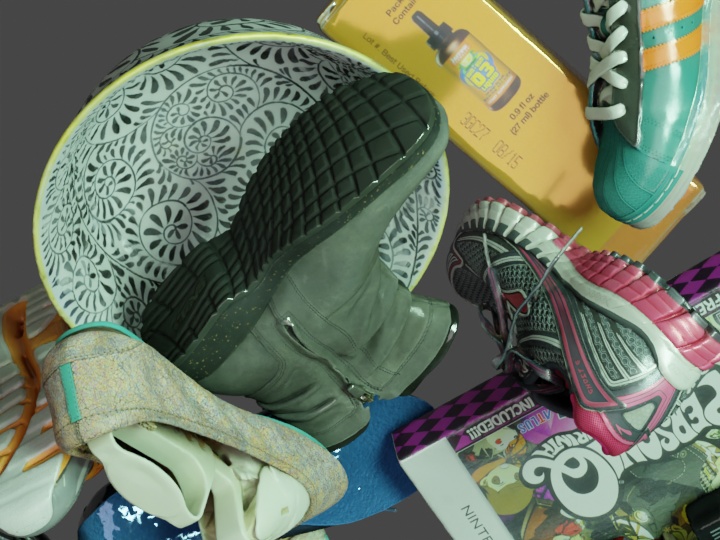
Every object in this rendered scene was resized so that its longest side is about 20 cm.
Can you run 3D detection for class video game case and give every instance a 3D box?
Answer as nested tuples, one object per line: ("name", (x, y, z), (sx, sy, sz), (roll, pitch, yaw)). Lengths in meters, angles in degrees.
("video game case", (0.145, 0.108, 0.955), (0.199, 0.036, 0.182), (-29, 116, 10))

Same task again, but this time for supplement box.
("supplement box", (0.074, -0.085, 0.913), (0.200, 0.069, 0.067), (40, 102, -9))

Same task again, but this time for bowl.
("bowl", (-0.064, -0.050, 0.901), (0.199, 0.094, 0.202), (-8, 128, -10))

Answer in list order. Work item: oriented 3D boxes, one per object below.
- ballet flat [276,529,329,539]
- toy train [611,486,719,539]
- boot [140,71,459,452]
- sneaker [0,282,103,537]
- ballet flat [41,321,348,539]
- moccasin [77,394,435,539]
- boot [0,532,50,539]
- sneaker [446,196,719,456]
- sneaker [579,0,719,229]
("ballet flat", (-0.106, 0.181, 1.004), (0.199, 0.067, 0.063), (-15, 84, 1))
("toy train", (0.135, 0.159, 0.941), (0.199, 0.034, 0.046), (-32, 114, 11))
("boot", (0.000, 0.000, 0.866), (0.130, 0.068, 0.200), (24, 124, -36))
("sneaker", (-0.150, 0.076, 0.907), (0.078, 0.200, 0.078), (-25, 114, 6))
("ballet flat", (-0.073, 0.094, 0.851), (0.068, 0.068, 0.200), (-32, 138, 24))
("moccasin", (-0.055, 0.102, 0.965), (0.199, 0.068, 0.081), (-11, 91, -17))
("boot", (-0.207, 0.133, 0.914), (0.164, 0.200, 0.066), (35, 86, -10))
("sneaker", (0.088, 0.022, 0.875), (0.081, 0.200, 0.075), (41, 86, -25))
("sneaker", (0.126, -0.123, 0.841), (0.079, 0.071, 0.201), (13, 90, -18))
